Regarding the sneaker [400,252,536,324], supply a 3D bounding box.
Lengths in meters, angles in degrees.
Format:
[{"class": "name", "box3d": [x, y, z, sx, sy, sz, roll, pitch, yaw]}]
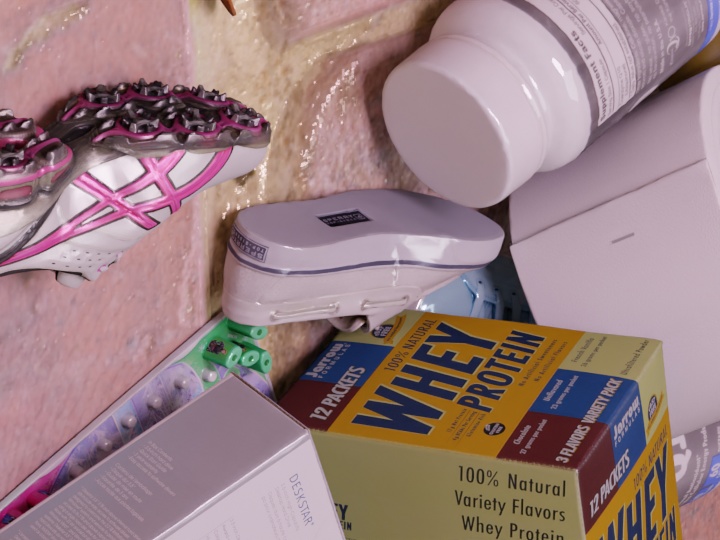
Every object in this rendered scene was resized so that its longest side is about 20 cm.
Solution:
[{"class": "sneaker", "box3d": [0.102, 0.028, 1.551, 0.200, 0.082, 0.074, -1, 107, -49]}]

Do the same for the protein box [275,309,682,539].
[{"class": "protein box", "box3d": [0.071, 0.146, 1.447, 0.135, 0.198, 0.200, -49, 137, -48]}]

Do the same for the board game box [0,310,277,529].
[{"class": "board game box", "box3d": [-0.104, 0.152, 1.410, 0.200, 0.026, 0.200, -41, 134, -30]}]

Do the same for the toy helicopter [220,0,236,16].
[{"class": "toy helicopter", "box3d": [-0.060, -0.211, 1.263, 0.132, 0.079, 0.200, -47, 126, 6]}]

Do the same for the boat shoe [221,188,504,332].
[{"class": "boat shoe", "box3d": [0.000, 0.000, 1.433, 0.200, 0.071, 0.070, -8, 124, -46]}]

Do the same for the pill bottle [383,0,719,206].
[{"class": "pill bottle", "box3d": [0.112, -0.129, 1.452, 0.200, 0.114, 0.114, -40, 133, -31]}]

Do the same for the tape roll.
[{"class": "tape roll", "box3d": [0.202, -0.008, 1.531, 0.203, 0.139, 0.203, 41, 36, -40]}]

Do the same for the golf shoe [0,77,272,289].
[{"class": "golf shoe", "box3d": [-0.134, -0.041, 1.254, 0.200, 0.073, 0.092, -15, 124, -34]}]

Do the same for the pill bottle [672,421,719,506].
[{"class": "pill bottle", "box3d": [0.146, 0.120, 1.620, 0.200, 0.114, 0.114, -17, 119, -45]}]

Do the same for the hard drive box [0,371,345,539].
[{"class": "hard drive box", "box3d": [-0.106, 0.177, 1.325, 0.200, 0.077, 0.156, -33, 131, -21]}]

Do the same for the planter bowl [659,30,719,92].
[{"class": "planter bowl", "box3d": [0.258, -0.190, 1.598, 0.200, 0.200, 0.084, -28, 88, -40]}]
